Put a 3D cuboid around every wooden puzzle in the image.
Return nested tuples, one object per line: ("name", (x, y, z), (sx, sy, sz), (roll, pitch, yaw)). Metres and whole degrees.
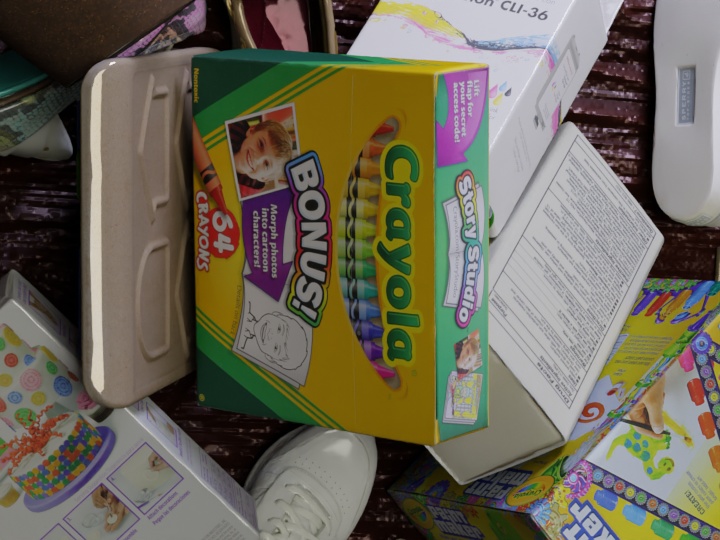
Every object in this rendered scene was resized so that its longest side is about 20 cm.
("wooden puzzle", (-0.121, -0.028, 1.648), (0.046, 0.200, 0.187), (2, 96, 16))

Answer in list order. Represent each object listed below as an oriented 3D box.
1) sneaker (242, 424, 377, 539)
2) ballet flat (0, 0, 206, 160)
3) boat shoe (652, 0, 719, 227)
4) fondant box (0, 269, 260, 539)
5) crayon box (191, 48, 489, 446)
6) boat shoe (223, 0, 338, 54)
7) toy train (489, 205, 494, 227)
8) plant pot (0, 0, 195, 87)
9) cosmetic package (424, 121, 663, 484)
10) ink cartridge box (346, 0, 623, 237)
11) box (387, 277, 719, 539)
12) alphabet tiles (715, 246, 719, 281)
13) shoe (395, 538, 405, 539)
("sneaker", (-0.048, 0.170, 1.709), (0.075, 0.100, 0.200), (43, 73, -16))
("ballet flat", (-0.166, -0.108, 1.684), (0.200, 0.069, 0.071), (-36, 122, -20))
("boat shoe", (0.231, -0.126, 1.851), (0.068, 0.072, 0.202), (9, 79, -44))
("fondant box", (-0.174, 0.121, 1.648), (0.144, 0.058, 0.200), (-42, 108, 10))
("crayon box", (-0.012, -0.016, 1.625), (0.058, 0.172, 0.201), (-12, 105, -49))
("boat shoe", (-0.049, -0.173, 1.727), (0.074, 0.066, 0.201), (-18, 96, -22))
("toy train", (0.000, 0.000, 1.688), (0.056, 0.200, 0.042), (46, 42, -7))
("plant pot", (-0.177, -0.207, 1.595), (0.187, 0.187, 0.201), (-36, 96, -19))
("cosmetic package", (0.091, 0.017, 1.727), (0.104, 0.087, 0.200), (51, 39, -15))
("ink cartridge box", (0.066, -0.126, 1.723), (0.201, 0.116, 0.068), (-60, 151, -30))
("box", (0.152, 0.112, 1.740), (0.193, 0.200, 0.122), (-44, 106, -16))
("alphabet tiles", (0.295, 0.092, 1.906), (0.166, 0.008, 0.202), (6, 88, -23))
("shoe", (-0.019, 0.241, 1.750), (0.053, 0.070, 0.200), (38, 76, 26))
